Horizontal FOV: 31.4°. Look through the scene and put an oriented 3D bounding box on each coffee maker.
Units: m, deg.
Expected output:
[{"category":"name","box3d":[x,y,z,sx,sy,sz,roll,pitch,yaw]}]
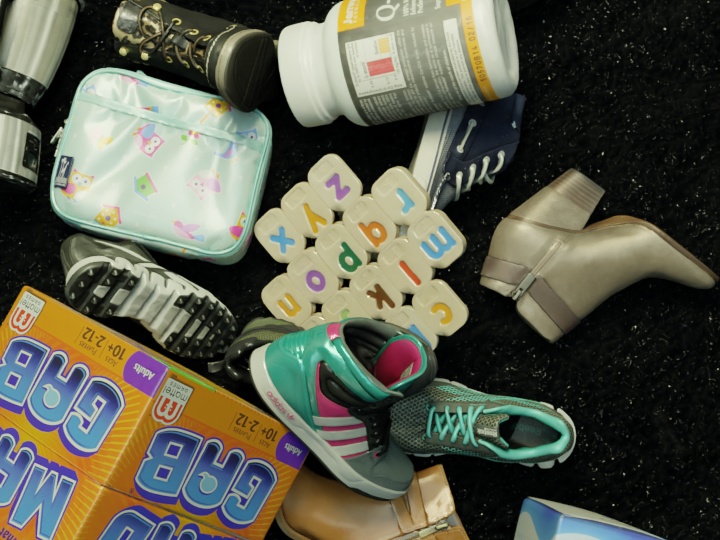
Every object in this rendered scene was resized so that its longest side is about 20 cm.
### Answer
[{"category":"coffee maker","box3d":[-0.367,-0.184,1.186,0.191,0.135,0.201,11,82,26]}]

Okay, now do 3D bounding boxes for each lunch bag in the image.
[{"category":"lunch bag","box3d":[-0.187,-0.100,1.196,0.199,0.077,0.161,15,84,-1]}]

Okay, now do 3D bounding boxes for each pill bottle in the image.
[{"category":"pill bottle","box3d":[0.035,-0.194,1.150,0.199,0.116,0.117,-10,84,17]}]

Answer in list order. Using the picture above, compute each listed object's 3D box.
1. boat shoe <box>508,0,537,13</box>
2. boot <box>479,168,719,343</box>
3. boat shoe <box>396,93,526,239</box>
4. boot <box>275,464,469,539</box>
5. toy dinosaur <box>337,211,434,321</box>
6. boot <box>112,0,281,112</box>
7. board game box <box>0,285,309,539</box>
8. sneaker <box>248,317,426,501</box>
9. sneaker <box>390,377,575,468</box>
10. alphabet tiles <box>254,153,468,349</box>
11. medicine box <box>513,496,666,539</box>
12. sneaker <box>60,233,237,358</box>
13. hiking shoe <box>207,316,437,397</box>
[{"category":"boat shoe","box3d":[0.099,-0.272,1.228,0.201,0.074,0.065,-15,88,4]},{"category":"boot","box3d":[0.218,0.006,1.213,0.200,0.070,0.146,35,90,3]},{"category":"boat shoe","box3d":[0.095,-0.097,1.198,0.092,0.075,0.201,18,72,-3]},{"category":"boot","box3d":[0.005,0.212,1.167,0.155,0.077,0.201,-25,91,2]},{"category":"toy dinosaur","box3d":[0.022,-0.005,1.213,0.088,0.047,0.201,-14,82,3]},{"category":"boot","box3d":[-0.152,-0.202,1.154,0.150,0.200,0.073,19,104,5]},{"category":"board game box","box3d":[-0.205,0.165,1.069,0.199,0.200,0.200,23,82,40]},{"category":"sneaker","box3d":[0.013,0.109,1.076,0.120,0.084,0.200,-29,125,25]},{"category":"sneaker","box3d":[0.106,0.139,1.176,0.199,0.091,0.078,4,83,-2]},{"category":"alphabet tiles","box3d":[0.000,0.000,1.166,0.196,0.015,0.200,49,119,2]},{"category":"medicine box","box3d":[0.183,0.312,1.116,0.102,0.182,0.201,13,84,-1]},{"category":"sneaker","box3d":[-0.192,0.016,1.159,0.067,0.200,0.091,-49,46,13]},{"category":"hiking shoe","box3d":[-0.033,0.091,1.145,0.199,0.101,0.076,2,108,22]}]
